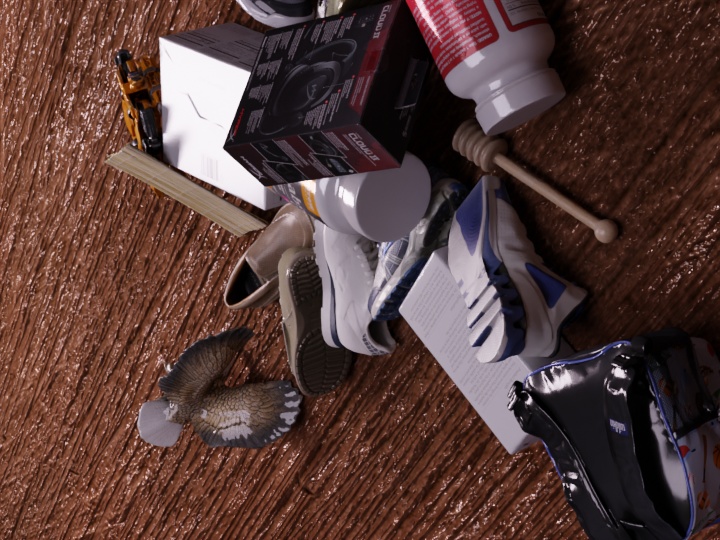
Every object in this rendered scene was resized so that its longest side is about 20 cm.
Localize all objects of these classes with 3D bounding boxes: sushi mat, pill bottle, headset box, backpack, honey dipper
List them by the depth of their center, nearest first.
[{"bbox_3d":[0.256,0.159,1.338,0.200,0.153,0.192,-26,77,57],"label":"backpack"},{"bbox_3d":[0.112,-0.235,1.372,0.112,0.112,0.201,-33,79,51],"label":"pill bottle"},{"bbox_3d":[-0.022,-0.172,1.429,0.199,0.077,0.150,-5,57,38],"label":"headset box"},{"bbox_3d":[0.171,-0.083,1.429,0.200,0.038,0.038,40,132,30],"label":"honey dipper"},{"bbox_3d":[-0.021,-0.106,1.525,0.200,0.115,0.118,33,129,50],"label":"pill bottle"},{"bbox_3d":[-0.212,-0.096,1.782,0.199,0.012,0.096,30,160,-18],"label":"sushi mat"}]

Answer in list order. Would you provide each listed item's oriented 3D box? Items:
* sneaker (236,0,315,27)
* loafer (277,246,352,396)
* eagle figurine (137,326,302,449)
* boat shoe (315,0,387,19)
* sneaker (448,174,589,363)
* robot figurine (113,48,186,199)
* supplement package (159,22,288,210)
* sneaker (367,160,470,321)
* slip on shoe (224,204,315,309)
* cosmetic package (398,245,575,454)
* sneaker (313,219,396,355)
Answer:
[{"bbox_3d":[-0.108,-0.360,1.609,0.201,0.075,0.114,53,141,25],"label":"sneaker"},{"bbox_3d":[-0.057,0.056,1.731,0.068,0.075,0.202,-124,26,-57],"label":"loafer"},{"bbox_3d":[-0.189,0.153,1.889,0.199,0.151,0.153,-8,79,56],"label":"eagle figurine"},{"bbox_3d":[-0.014,-0.255,1.533,0.201,0.071,0.066,103,148,-62],"label":"boat shoe"},{"bbox_3d":[0.159,0.012,1.451,0.081,0.114,0.201,-50,37,45],"label":"sneaker"},{"bbox_3d":[-0.259,-0.185,1.813,0.201,0.058,0.146,92,156,-61],"label":"robot figurine"},{"bbox_3d":[-0.129,-0.181,1.683,0.199,0.110,0.157,26,124,42],"label":"supplement package"},{"bbox_3d":[0.054,-0.032,1.572,0.085,0.077,0.201,53,131,33],"label":"sneaker"},{"bbox_3d":[-0.107,-0.015,1.768,0.076,0.060,0.200,60,141,13],"label":"slip on shoe"},{"bbox_3d":[0.138,0.074,1.505,0.201,0.071,0.102,53,138,21],"label":"cosmetic package"},{"bbox_3d":[0.000,0.000,1.649,0.080,0.076,0.202,13,122,37],"label":"sneaker"}]
